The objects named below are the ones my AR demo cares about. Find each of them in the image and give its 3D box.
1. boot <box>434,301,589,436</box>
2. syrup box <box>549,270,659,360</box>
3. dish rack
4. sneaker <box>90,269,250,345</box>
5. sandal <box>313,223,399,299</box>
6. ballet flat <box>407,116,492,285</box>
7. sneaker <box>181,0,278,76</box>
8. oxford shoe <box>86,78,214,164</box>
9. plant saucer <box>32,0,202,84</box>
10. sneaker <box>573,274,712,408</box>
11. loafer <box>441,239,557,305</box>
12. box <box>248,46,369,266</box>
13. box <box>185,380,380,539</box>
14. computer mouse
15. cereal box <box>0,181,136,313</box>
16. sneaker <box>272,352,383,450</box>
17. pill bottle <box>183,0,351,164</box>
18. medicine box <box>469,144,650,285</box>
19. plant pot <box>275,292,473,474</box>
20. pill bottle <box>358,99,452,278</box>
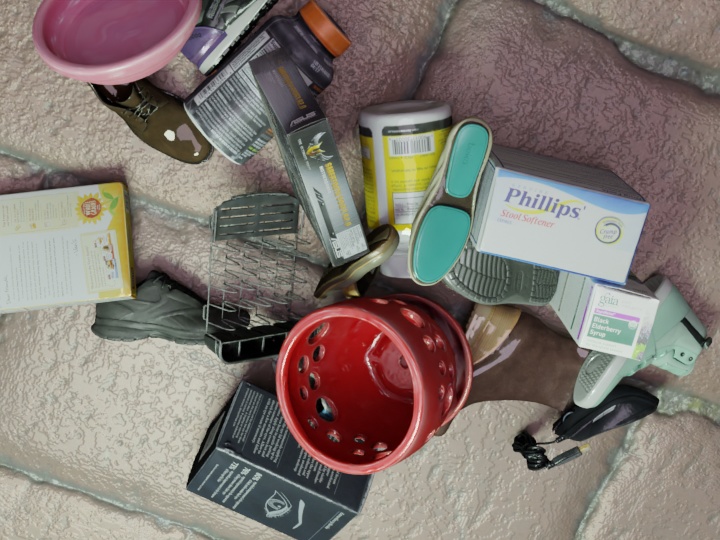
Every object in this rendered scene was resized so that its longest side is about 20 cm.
[{"bbox_3d":[0.186,0.150,1.666,0.166,0.072,0.201,24,99,-6],"label":"boot"},{"bbox_3d":[0.290,0.036,1.573,0.078,0.200,0.082,12,104,-6],"label":"syrup box"},{"bbox_3d":[-0.121,0.005,1.591,0.153,0.054,0.201,-8,109,-43],"label":"dish rack"},{"bbox_3d":[-0.237,0.046,1.629,0.199,0.076,0.091,3,95,-7],"label":"sneaker"},{"bbox_3d":[0.000,0.000,1.563,0.054,0.200,0.081,38,62,-14],"label":"sandal"},{"bbox_3d":[0.100,-0.081,1.497,0.069,0.069,0.201,21,95,-7],"label":"ballet flat"},{"bbox_3d":[-0.147,-0.330,1.530,0.088,0.076,0.200,43,100,-6],"label":"sneaker"},{"bbox_3d":[-0.261,-0.193,1.556,0.200,0.084,0.073,38,99,-12],"label":"oxford shoe"},{"bbox_3d":[-0.275,-0.284,1.494,0.199,0.201,0.051,-15,142,2],"label":"plant saucer"},{"bbox_3d":[0.362,0.118,1.640,0.118,0.074,0.201,42,78,-14],"label":"sneaker"},{"bbox_3d":[0.156,0.006,1.589,0.199,0.069,0.076,16,86,-42],"label":"loafer"},{"bbox_3d":[-0.057,-0.127,1.462,0.048,0.159,0.201,-22,132,-5],"label":"box"},{"bbox_3d":[-0.098,0.248,1.634,0.199,0.105,0.148,26,144,-9],"label":"box"},{"bbox_3d":[0.286,0.192,1.648,0.199,0.140,0.046,-21,98,4],"label":"computer mouse"},{"bbox_3d":[-0.381,-0.026,1.596,0.199,0.040,0.145,-6,83,1],"label":"cereal box"},{"bbox_3d":[-0.039,0.183,1.663,0.075,0.087,0.200,-44,103,8],"label":"sneaker"},{"bbox_3d":[-0.105,-0.228,1.539,0.200,0.106,0.106,-41,102,9],"label":"pill bottle"},{"bbox_3d":[0.222,-0.073,1.541,0.181,0.200,0.103,13,105,-5],"label":"medicine box"},{"bbox_3d":[0.024,0.125,1.562,0.199,0.182,0.202,5,100,26],"label":"plant pot"},{"bbox_3d":[0.061,-0.099,1.574,0.114,0.114,0.201,-5,105,0],"label":"pill bottle"}]
